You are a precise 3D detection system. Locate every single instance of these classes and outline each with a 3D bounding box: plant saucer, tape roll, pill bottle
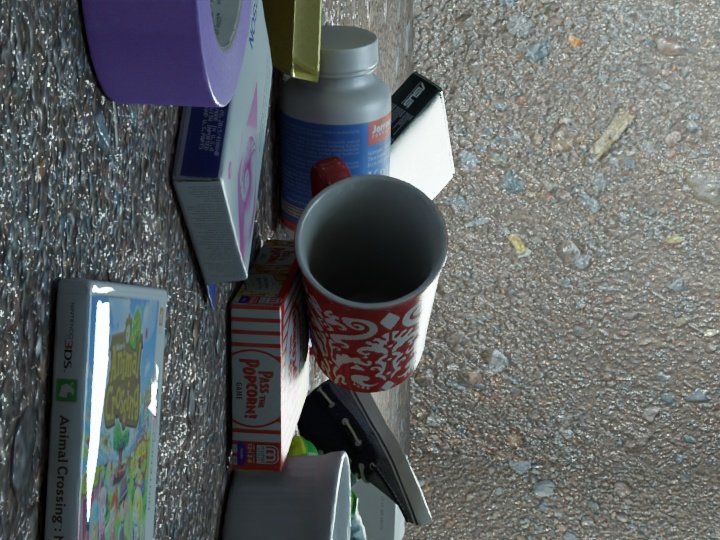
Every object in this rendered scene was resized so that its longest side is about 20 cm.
[{"bbox_3d":[-0.065,-0.269,1.496,0.200,0.048,0.201,-43,136,-83],"label":"plant saucer"},{"bbox_3d":[-0.106,-0.195,0.972,0.200,0.065,0.201,2,90,-86],"label":"tape roll"},{"bbox_3d":[-0.025,-0.133,1.675,0.112,0.112,0.201,-77,169,-64],"label":"pill bottle"}]

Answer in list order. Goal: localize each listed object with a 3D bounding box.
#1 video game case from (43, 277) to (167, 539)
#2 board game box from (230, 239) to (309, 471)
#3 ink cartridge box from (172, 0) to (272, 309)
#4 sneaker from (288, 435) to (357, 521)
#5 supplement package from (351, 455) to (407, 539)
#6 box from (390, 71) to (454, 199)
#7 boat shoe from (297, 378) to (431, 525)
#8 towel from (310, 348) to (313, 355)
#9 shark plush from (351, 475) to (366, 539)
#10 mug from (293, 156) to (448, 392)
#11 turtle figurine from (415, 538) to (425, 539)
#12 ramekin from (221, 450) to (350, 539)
[{"bbox_3d":[-0.142,0.098,0.965,0.200,0.022,0.183,22,71,-85],"label":"video game case"},{"bbox_3d":[-0.080,0.072,1.531,0.200,0.046,0.152,-72,164,-72],"label":"board game box"},{"bbox_3d":[-0.096,-0.100,1.282,0.200,0.043,0.197,81,13,-62],"label":"ink cartridge box"},{"bbox_3d":[-0.045,0.235,1.819,0.200,0.083,0.074,83,11,-59],"label":"sneaker"},{"bbox_3d":[0.000,0.303,2.230,0.200,0.109,0.114,13,80,-85],"label":"supplement package"},{"bbox_3d":[0.022,-0.094,1.892,0.200,0.047,0.193,-48,160,-16],"label":"box"},{"bbox_3d":[-0.003,0.205,1.847,0.200,0.093,0.075,61,-5,29],"label":"boat shoe"},{"bbox_3d":[-0.049,-0.005,1.993,0.145,0.022,0.201,-33,124,-81],"label":"towel"},{"bbox_3d":[-0.032,0.232,1.963,0.091,0.083,0.201,-64,157,-77],"label":"shark plush"},{"bbox_3d":[0.011,0.003,1.561,0.200,0.133,0.178,90,6,-60],"label":"mug"},{"bbox_3d":[0.026,0.435,2.284,0.200,0.101,0.150,-49,-169,52],"label":"turtle figurine"},{"bbox_3d":[-0.065,0.258,1.514,0.200,0.097,0.201,3,90,-86],"label":"ramekin"}]
